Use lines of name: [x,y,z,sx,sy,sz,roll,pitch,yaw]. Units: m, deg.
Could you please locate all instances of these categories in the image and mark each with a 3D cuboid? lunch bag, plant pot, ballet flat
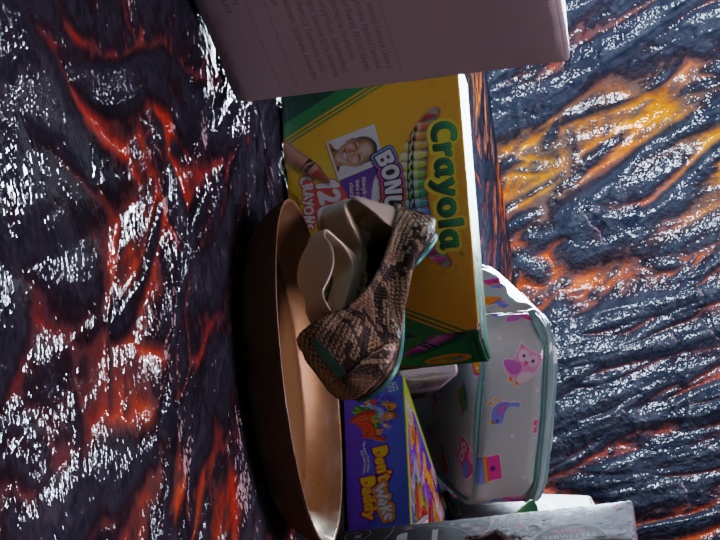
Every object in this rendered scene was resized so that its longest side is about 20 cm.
lunch bag: [0.087,0.089,1.956,0.200,0.077,0.162,-135,-137,-67]
plant pot: [-0.041,0.060,1.469,0.200,0.027,0.202,-8,90,-82]
ballet flat: [0.000,0.000,1.486,0.075,0.068,0.200,46,27,-14]

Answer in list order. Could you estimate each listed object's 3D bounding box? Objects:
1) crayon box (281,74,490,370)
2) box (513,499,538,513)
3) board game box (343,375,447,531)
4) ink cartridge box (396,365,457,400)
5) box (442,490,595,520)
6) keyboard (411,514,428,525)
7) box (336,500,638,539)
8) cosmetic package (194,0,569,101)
crayon box: [0.015,-0.036,1.627,0.058,0.118,0.201,66,18,-65]
box: [0.081,0.265,1.802,0.117,0.048,0.201,-27,129,-66]
board game box: [0.028,0.183,1.808,0.200,0.044,0.135,71,14,-57]
ink cartridge box: [0.033,-0.012,1.856,0.160,0.047,0.202,112,-26,-82]
box: [0.120,0.278,1.942,0.106,0.121,0.202,-112,-154,-77]
keyboard: [0.034,0.263,1.667,0.056,0.011,0.202,-27,119,-84]
box: [0.079,0.229,1.561,0.115,0.198,0.133,-82,164,-69]
cosmetic package: [0.007,-0.215,1.420,0.167,0.198,0.168,69,16,-61]
